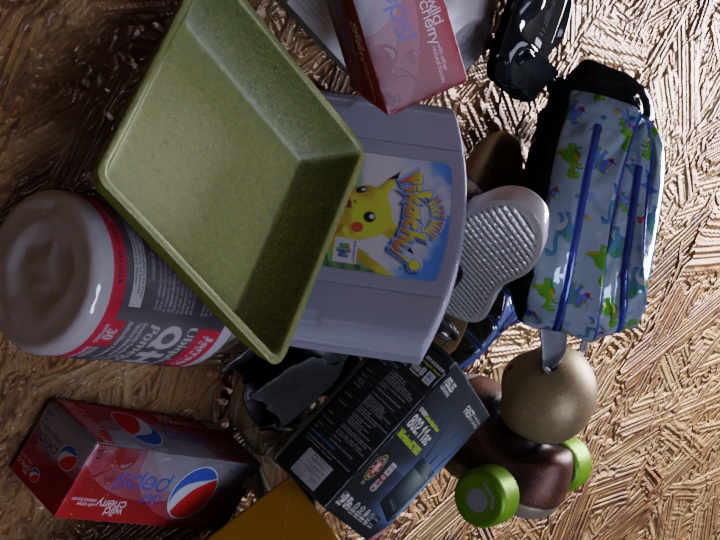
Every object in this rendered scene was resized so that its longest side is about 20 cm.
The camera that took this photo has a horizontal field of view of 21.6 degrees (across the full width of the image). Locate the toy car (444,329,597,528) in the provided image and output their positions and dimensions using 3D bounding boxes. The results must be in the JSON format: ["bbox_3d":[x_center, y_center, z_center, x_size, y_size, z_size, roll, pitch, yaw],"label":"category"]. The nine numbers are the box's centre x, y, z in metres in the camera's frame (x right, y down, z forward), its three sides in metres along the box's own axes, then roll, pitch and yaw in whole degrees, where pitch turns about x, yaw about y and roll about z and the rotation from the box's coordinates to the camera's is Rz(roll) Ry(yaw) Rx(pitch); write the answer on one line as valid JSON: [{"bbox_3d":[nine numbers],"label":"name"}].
[{"bbox_3d":[0.150,0.107,1.698,0.164,0.158,0.201,-13,135,-54],"label":"toy car"}]

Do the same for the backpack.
[{"bbox_3d":[0.186,-0.042,1.563,0.201,0.153,0.163,-63,176,-24],"label":"backpack"}]

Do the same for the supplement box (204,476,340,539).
[{"bbox_3d":[-0.111,0.297,1.522,0.197,0.133,0.200,-36,172,-23],"label":"supplement box"}]

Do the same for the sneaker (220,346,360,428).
[{"bbox_3d":[-0.051,0.077,1.434,0.104,0.060,0.200,-41,168,-12],"label":"sneaker"}]

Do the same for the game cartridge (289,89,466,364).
[{"bbox_3d":[0.010,-0.035,1.369,0.041,0.133,0.201,106,-8,-66],"label":"game cartridge"}]

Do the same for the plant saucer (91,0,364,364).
[{"bbox_3d":[-0.095,-0.069,1.271,0.200,0.048,0.200,49,47,-34],"label":"plant saucer"}]

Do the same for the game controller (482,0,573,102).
[{"bbox_3d":[0.132,-0.189,1.472,0.200,0.042,0.105,4,97,-79],"label":"game controller"}]

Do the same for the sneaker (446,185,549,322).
[{"bbox_3d":[0.103,-0.033,1.462,0.082,0.074,0.200,-64,-176,-25],"label":"sneaker"}]

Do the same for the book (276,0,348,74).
[{"bbox_3d":[0.032,-0.244,1.363,0.200,0.048,0.134,-50,146,-1],"label":"book"}]

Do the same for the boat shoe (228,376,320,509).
[{"bbox_3d":[-0.060,0.142,1.560,0.073,0.063,0.200,-28,145,-15],"label":"boat shoe"}]

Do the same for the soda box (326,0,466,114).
[{"bbox_3d":[0.007,-0.211,1.262,0.063,0.070,0.201,-25,117,-13],"label":"soda box"}]

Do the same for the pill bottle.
[{"bbox_3d":[-0.151,0.010,1.313,0.200,0.111,0.111,9,113,-52],"label":"pill bottle"}]

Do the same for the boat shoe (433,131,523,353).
[{"bbox_3d":[0.076,-0.028,1.590,0.072,0.065,0.201,31,77,-50],"label":"boat shoe"}]

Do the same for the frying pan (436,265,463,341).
[{"bbox_3d":[0.047,0.011,1.459,0.189,0.031,0.115,13,150,-44],"label":"frying pan"}]

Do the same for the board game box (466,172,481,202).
[{"bbox_3d":[0.000,0.000,1.503,0.120,0.032,0.200,-2,140,-44],"label":"board game box"}]

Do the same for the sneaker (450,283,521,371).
[{"bbox_3d":[0.118,0.033,1.683,0.200,0.075,0.079,-45,148,-9],"label":"sneaker"}]

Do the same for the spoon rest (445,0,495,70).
[{"bbox_3d":[0.054,-0.150,1.446,0.099,0.061,0.201,-29,145,-32],"label":"spoon rest"}]

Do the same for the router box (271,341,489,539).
[{"bbox_3d":[0.021,0.132,1.510,0.150,0.062,0.200,-48,161,-4],"label":"router box"}]

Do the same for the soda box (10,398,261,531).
[{"bbox_3d":[-0.170,0.152,1.458,0.200,0.063,0.070,17,109,-53],"label":"soda box"}]
